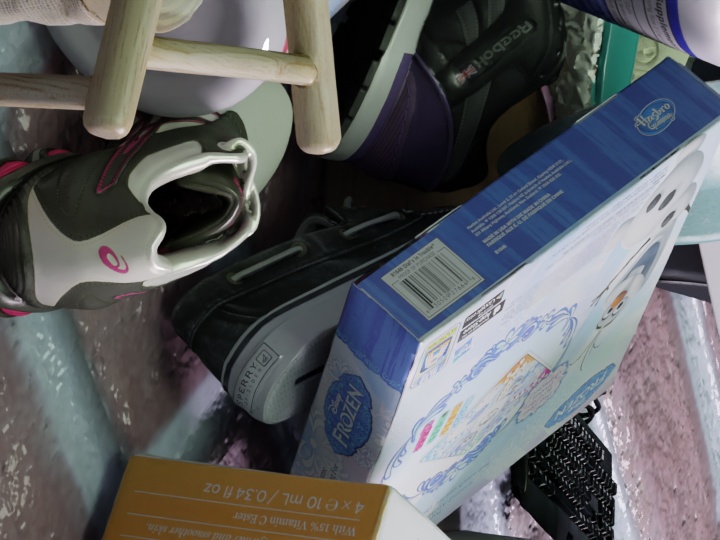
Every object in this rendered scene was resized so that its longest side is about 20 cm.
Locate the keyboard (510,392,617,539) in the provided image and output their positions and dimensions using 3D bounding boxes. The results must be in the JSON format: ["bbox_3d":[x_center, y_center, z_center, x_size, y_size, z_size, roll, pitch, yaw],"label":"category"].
[{"bbox_3d":[0.111,0.086,1.449,0.200,0.039,0.105,47,37,-68],"label":"keyboard"}]

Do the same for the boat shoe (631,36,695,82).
[{"bbox_3d":[0.141,-0.110,1.503,0.063,0.071,0.201,152,-54,-75],"label":"boat shoe"}]

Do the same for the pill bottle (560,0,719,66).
[{"bbox_3d":[0.146,-0.153,1.269,0.112,0.199,0.113,-31,134,-39],"label":"pill bottle"}]

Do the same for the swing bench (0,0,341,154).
[{"bbox_3d":[-0.114,-0.143,0.916,0.130,0.198,0.201,0,93,-60],"label":"swing bench"}]

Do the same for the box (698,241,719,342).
[{"bbox_3d":[0.262,-0.042,1.534,0.200,0.097,0.125,-52,136,-43],"label":"box"}]

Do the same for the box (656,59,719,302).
[{"bbox_3d":[0.223,-0.082,1.630,0.141,0.078,0.201,15,82,-61],"label":"box"}]

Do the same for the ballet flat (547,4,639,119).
[{"bbox_3d":[0.113,-0.159,1.444,0.072,0.071,0.201,28,73,-58],"label":"ballet flat"}]

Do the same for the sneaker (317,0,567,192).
[{"bbox_3d":[0.057,-0.125,1.251,0.087,0.076,0.201,20,115,-22],"label":"sneaker"}]

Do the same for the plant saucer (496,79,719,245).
[{"bbox_3d":[0.163,-0.043,1.351,0.201,0.200,0.039,14,66,-60],"label":"plant saucer"}]

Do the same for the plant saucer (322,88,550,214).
[{"bbox_3d":[0.043,-0.029,1.376,0.200,0.029,0.201,-16,109,-59],"label":"plant saucer"}]

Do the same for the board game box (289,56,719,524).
[{"bbox_3d":[0.057,0.028,1.247,0.200,0.043,0.199,-35,156,-34],"label":"board game box"}]

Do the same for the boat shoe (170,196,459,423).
[{"bbox_3d":[0.000,0.000,1.247,0.200,0.071,0.072,-22,148,-51],"label":"boat shoe"}]

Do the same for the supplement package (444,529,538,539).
[{"bbox_3d":[0.096,0.186,1.324,0.156,0.199,0.112,1,94,-61],"label":"supplement package"}]

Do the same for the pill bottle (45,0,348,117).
[{"bbox_3d":[-0.035,-0.150,1.142,0.200,0.108,0.109,-49,134,-47],"label":"pill bottle"}]

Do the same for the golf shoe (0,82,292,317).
[{"bbox_3d":[-0.067,-0.029,1.127,0.200,0.088,0.078,-38,124,-54],"label":"golf shoe"}]

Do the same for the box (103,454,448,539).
[{"bbox_3d":[-0.048,0.186,1.137,0.097,0.124,0.201,46,54,-52],"label":"box"}]
